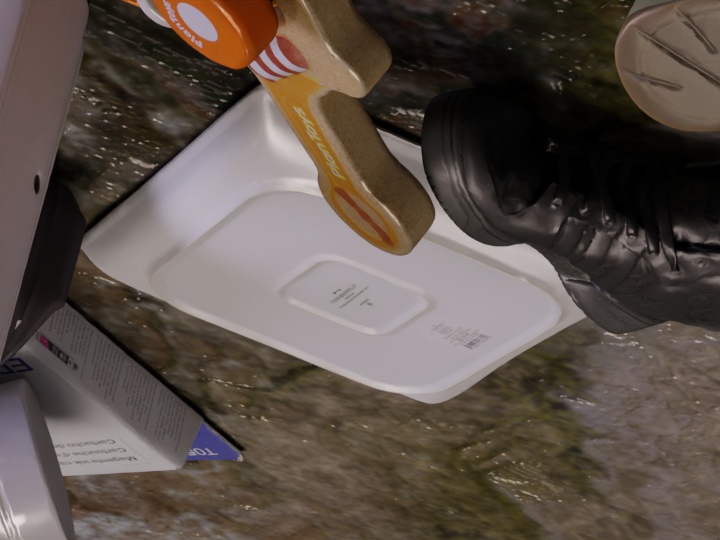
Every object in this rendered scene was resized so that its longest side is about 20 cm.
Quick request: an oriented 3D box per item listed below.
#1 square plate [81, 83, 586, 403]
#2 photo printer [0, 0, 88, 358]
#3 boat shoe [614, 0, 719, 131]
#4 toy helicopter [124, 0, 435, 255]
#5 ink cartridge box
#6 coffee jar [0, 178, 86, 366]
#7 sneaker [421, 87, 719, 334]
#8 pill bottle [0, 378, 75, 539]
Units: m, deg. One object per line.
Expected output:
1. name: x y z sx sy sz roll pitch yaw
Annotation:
1. square plate: 0.000 0.000 1.300 0.197 0.029 0.200 23 152 -20
2. photo printer: -0.202 -0.026 1.142 0.165 0.201 0.070 4 153 18
3. boat shoe: 0.186 -0.094 1.011 0.200 0.063 0.073 -10 123 26
4. toy helicopter: -0.033 -0.079 1.094 0.132 0.079 0.200 20 152 43
5. ink cartridge box: -0.190 0.071 1.511 0.195 0.044 0.200 -5 147 31
6. coffee jar: -0.222 -0.023 1.285 0.199 0.086 0.104 21 154 -17
7. sneaker: 0.117 -0.023 1.174 0.104 0.060 0.200 -10 149 34
8. pill bottle: -0.239 0.120 1.401 0.199 0.113 0.113 -17 151 -1
